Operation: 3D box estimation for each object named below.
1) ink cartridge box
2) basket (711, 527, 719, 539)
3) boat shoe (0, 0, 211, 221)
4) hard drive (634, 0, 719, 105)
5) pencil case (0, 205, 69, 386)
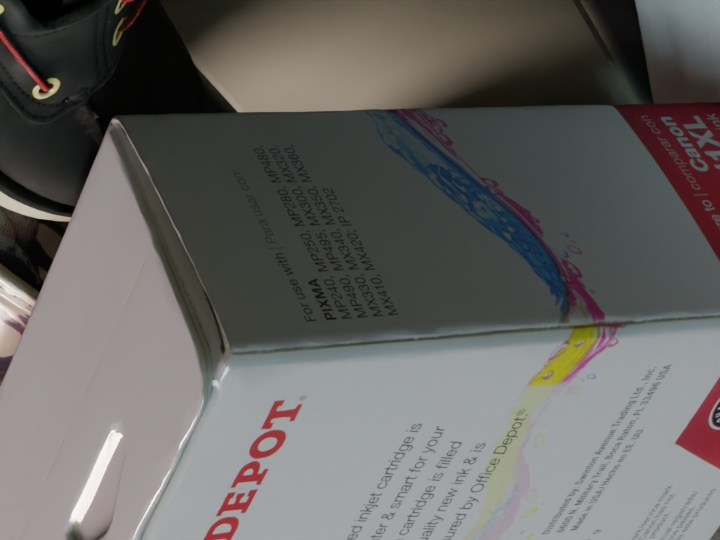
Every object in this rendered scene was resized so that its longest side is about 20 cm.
[{"bbox_3d":[0.012,0.033,0.663,0.199,0.083,0.146,-3,139,-32],"label":"ink cartridge box"},{"bbox_3d":[0.018,0.091,0.884,0.199,0.136,0.123,-21,148,26],"label":"basket"},{"bbox_3d":[-0.077,-0.070,0.579,0.063,0.074,0.201,-7,152,18],"label":"boat shoe"},{"bbox_3d":[0.176,-0.050,0.668,0.199,0.026,0.132,10,159,16],"label":"hard drive"},{"bbox_3d":[-0.147,0.009,0.722,0.200,0.090,0.078,-30,-176,40],"label":"pencil case"}]
